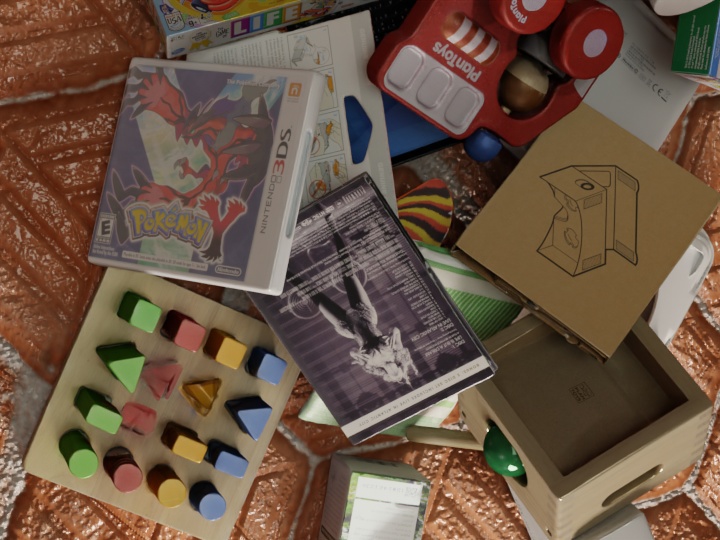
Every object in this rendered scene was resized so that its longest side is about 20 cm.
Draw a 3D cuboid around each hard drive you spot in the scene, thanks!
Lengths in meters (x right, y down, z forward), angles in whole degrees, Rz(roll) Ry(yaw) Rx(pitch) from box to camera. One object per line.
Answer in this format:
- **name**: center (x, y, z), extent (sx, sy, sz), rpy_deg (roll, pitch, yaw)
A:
- **hard drive**: center (0.227, -0.155, 1.488), extent (0.132, 0.025, 0.201), rpy_deg (40, 69, -13)

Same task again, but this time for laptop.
- **laptop**: center (0.035, -0.210, 1.413), extent (0.176, 0.103, 0.202), rpy_deg (-20, 108, -14)

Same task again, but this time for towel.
- **towel**: center (0.052, 0.065, 1.420), extent (0.152, 0.023, 0.201), rpy_deg (13, 123, -34)

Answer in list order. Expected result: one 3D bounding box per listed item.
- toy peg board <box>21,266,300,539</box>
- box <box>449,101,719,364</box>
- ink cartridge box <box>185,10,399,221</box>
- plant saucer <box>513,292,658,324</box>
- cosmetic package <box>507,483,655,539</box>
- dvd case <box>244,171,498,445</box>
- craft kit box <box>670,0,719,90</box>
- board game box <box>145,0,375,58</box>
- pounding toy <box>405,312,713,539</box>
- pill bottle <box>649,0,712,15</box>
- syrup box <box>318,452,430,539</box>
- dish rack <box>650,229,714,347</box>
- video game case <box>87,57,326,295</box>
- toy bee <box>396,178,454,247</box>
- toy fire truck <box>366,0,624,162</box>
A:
- **toy peg board**: center (-0.161, 0.122, 1.391), extent (0.198, 0.098, 0.201), rpy_deg (24, 88, -16)
- **box**: center (0.195, -0.039, 1.378), extent (0.163, 0.021, 0.200), rpy_deg (36, 63, 9)
- **ink cartridge box**: center (-0.054, -0.104, 1.360), extent (0.172, 0.044, 0.202), rpy_deg (-11, 80, 17)
- **plant saucer**: center (0.171, 0.015, 1.461), extent (0.198, 0.035, 0.202), rpy_deg (-2, 115, -3)
- **cosmetic package**: center (0.206, 0.243, 1.452), extent (0.074, 0.200, 0.102), rpy_deg (-27, 105, -9)
- **dvd case**: center (0.000, 0.035, 1.326), extent (0.148, 0.016, 0.201), rpy_deg (-28, 104, 23)
- **craft kit box**: center (0.360, -0.264, 1.479), extent (0.197, 0.048, 0.202), rpy_deg (7, 93, -51)
- **board game box**: center (-0.092, -0.270, 1.374), extent (0.198, 0.034, 0.135), rpy_deg (-18, 67, -14)
- **pounding toy**: center (0.164, 0.129, 1.388), extent (0.199, 0.143, 0.185), rpy_deg (-29, 59, -12)
- **pill bottle**: center (0.251, -0.325, 1.372), extent (0.110, 0.112, 0.202), rpy_deg (-17, 74, -14)
- **syrup box**: center (0.002, 0.276, 1.460), extent (0.078, 0.081, 0.202), rpy_deg (9, 93, -15)
- **dish rack**: center (0.236, -0.002, 1.523), extent (0.199, 0.044, 0.173), rpy_deg (30, 86, -17)
- **video game case**: center (-0.131, -0.083, 1.337), extent (0.023, 0.199, 0.184), rpy_deg (19, 81, -56)
- **toy bee**: center (0.000, 0.000, 1.421), extent (0.199, 0.131, 0.110), rpy_deg (-21, 85, 25)
- **toy fire truck**: center (0.114, -0.183, 1.350), extent (0.199, 0.112, 0.169), rpy_deg (30, 99, -40)
